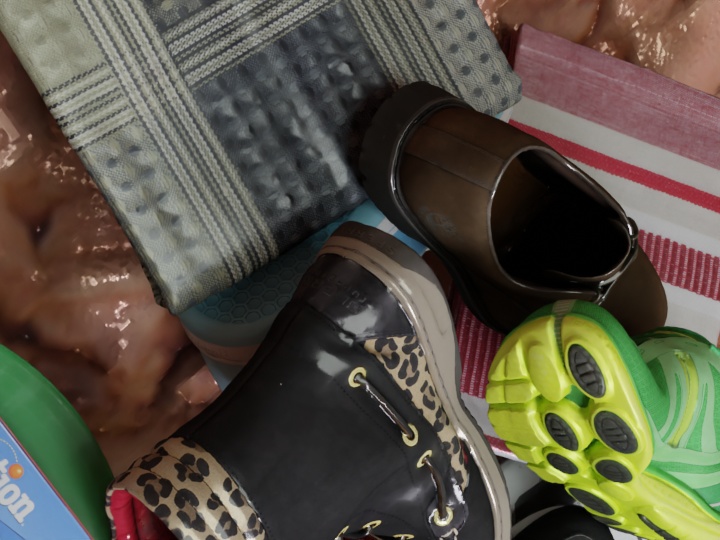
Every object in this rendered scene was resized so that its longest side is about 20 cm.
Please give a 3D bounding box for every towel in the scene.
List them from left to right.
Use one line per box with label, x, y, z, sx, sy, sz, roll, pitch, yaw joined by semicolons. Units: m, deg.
towel;-0.050;-0.111;0.703;0.192;0.035;0.200;-34;104;-22
towel;0.112;-0.002;0.834;0.144;0.023;0.201;18;78;-21

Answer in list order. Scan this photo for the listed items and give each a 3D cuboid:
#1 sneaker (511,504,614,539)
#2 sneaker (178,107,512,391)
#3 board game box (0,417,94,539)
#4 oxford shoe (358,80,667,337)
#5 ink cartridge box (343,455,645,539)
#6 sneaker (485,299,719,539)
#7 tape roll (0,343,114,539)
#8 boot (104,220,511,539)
sneaker;0.066;0.192;0.759;0.070;0.090;0.200;43;72;-18
sneaker;0.000;0.000;0.790;0.200;0.079;0.131;-43;143;-29
board game box;-0.140;0.125;0.634;0.103;0.019;0.200;-37;96;-16
oxford shoe;0.084;-0.003;0.738;0.200;0.084;0.073;31;87;-48
ink cartridge box;0.090;0.147;0.868;0.200;0.084;0.145;-31;101;-23
sneaker;0.111;0.054;0.743;0.200;0.074;0.084;47;57;-54
tape roll;-0.188;0.114;0.655;0.200;0.048;0.201;2;84;-18
boot;-0.015;0.098;0.694;0.151;0.073;0.200;-44;139;-31
